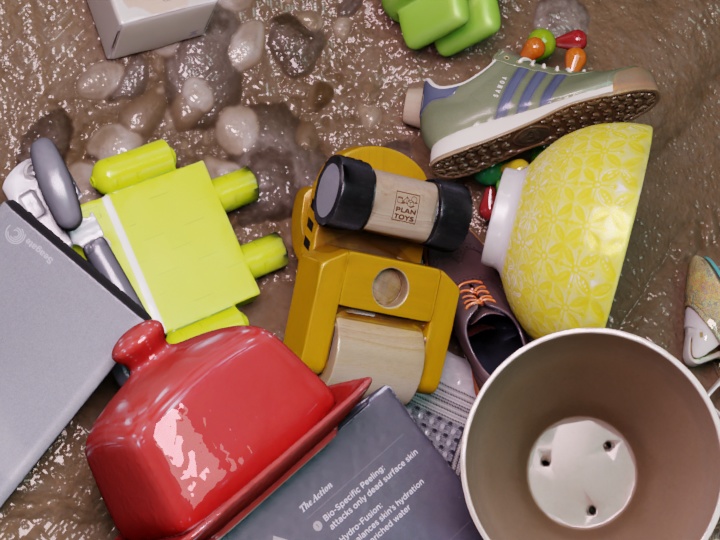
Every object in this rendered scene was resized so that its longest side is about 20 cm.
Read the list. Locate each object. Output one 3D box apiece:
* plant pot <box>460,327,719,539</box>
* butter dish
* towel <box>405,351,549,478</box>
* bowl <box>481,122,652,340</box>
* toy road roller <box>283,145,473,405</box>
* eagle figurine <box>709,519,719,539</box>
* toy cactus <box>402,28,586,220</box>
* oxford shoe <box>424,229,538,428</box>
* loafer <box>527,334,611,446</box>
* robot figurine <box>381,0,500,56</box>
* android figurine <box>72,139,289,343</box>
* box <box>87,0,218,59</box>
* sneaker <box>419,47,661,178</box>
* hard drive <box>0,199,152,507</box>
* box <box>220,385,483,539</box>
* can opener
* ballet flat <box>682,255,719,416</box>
[{"bbox_3d":[0.172,0.149,1.165,0.185,0.200,0.190,-1,81,6],"label":"plant pot"},{"bbox_3d":[-0.124,0.103,1.117,0.200,0.199,0.149,-39,97,-28],"label":"butter dish"},{"bbox_3d":[0.073,0.169,1.278,0.198,0.035,0.194,27,70,-9],"label":"towel"},{"bbox_3d":[0.157,-0.030,1.230,0.106,0.200,0.202,14,71,6],"label":"bowl"},{"bbox_3d":[0.000,0.000,1.251,0.121,0.146,0.203,11,91,-23],"label":"toy road roller"},{"bbox_3d":[0.227,0.253,1.227,0.150,0.152,0.202,16,107,-45],"label":"eagle figurine"},{"bbox_3d":[0.120,-0.131,1.353,0.163,0.102,0.203,10,75,6],"label":"toy cactus"},{"bbox_3d":[0.103,0.031,1.276,0.070,0.073,0.202,-20,60,-5],"label":"oxford shoe"},{"bbox_3d":[0.224,0.102,1.319,0.200,0.075,0.070,43,73,-2],"label":"loafer"},{"bbox_3d":[0.065,-0.296,1.352,0.174,0.115,0.203,4,71,-44],"label":"robot figurine"},{"bbox_3d":[-0.162,-0.012,1.252,0.198,0.041,0.184,-20,83,-22],"label":"android figurine"},{"bbox_3d":[-0.198,-0.291,1.292,0.094,0.078,0.202,-19,82,-21],"label":"box"},{"bbox_3d":[0.141,-0.151,1.276,0.198,0.067,0.091,-18,67,6],"label":"sneaker"},{"bbox_3d":[-0.270,0.068,1.155,0.139,0.033,0.201,39,97,-3],"label":"hard drive"},{"bbox_3d":[-0.005,0.232,1.160,0.196,0.117,0.201,-38,89,-27],"label":"box"},{"bbox_3d":[-0.213,-0.003,1.185,0.052,0.066,0.202,-29,89,-8],"label":"can opener"},{"bbox_3d":[0.324,0.086,1.362,0.070,0.071,0.202,-24,84,-21],"label":"ballet flat"}]
